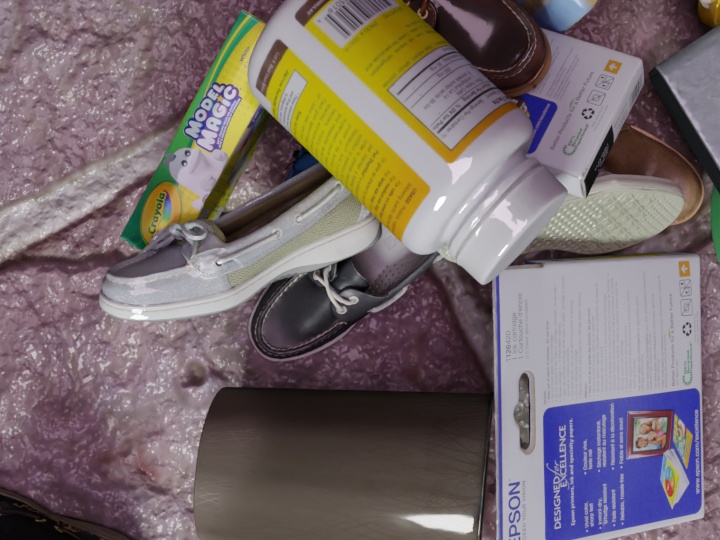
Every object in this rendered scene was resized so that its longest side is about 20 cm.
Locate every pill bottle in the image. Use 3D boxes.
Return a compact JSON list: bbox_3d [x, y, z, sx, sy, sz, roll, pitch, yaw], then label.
[{"bbox_3d":[0.031,-0.088,0.680,0.109,0.109,0.200,-45,79,1],"label":"pill bottle"}]

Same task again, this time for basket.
[{"bbox_3d":[-0.009,0.151,0.781,0.196,0.181,0.138,5,59,9],"label":"basket"}]

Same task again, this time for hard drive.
[{"bbox_3d":[0.327,-0.137,0.783,0.198,0.033,0.141,-32,87,0],"label":"hard drive"}]

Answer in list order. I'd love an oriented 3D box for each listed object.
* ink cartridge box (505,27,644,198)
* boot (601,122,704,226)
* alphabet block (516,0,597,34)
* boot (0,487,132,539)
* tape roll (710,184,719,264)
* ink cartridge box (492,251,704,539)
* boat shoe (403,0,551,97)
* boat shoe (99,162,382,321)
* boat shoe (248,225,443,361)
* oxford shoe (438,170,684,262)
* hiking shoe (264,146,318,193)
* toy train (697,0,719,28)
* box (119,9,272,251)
[{"bbox_3d":[0.085,-0.127,0.753,0.198,0.037,0.096,24,75,24],"label":"ink cartridge box"},{"bbox_3d":[0.169,-0.090,0.809,0.198,0.075,0.075,26,89,-3],"label":"boot"},{"bbox_3d":[0.115,-0.297,0.746,0.195,0.195,0.201,35,92,-3],"label":"alphabet block"},{"bbox_3d":[-0.260,0.213,0.774,0.197,0.151,0.074,17,91,-1],"label":"boot"},{"bbox_3d":[0.367,-0.044,0.825,0.196,0.048,0.204,0,92,0],"label":"tape roll"},{"bbox_3d":[0.164,0.090,0.787,0.197,0.047,0.202,-2,93,-28],"label":"ink cartridge box"},{"bbox_3d":[0.038,-0.184,0.733,0.199,0.070,0.071,36,92,28],"label":"boat shoe"},{"bbox_3d":[-0.077,-0.022,0.711,0.199,0.074,0.066,-20,112,-23],"label":"boat shoe"},{"bbox_3d":[0.000,0.000,0.816,0.198,0.060,0.075,-32,91,0],"label":"boat shoe"},{"bbox_3d":[0.139,-0.049,0.776,0.196,0.076,0.058,-5,49,-16],"label":"oxford shoe"},{"bbox_3d":[-0.019,-0.093,0.814,0.199,0.074,0.087,-41,86,-10],"label":"hiking shoe"},{"bbox_3d":[0.279,-0.251,0.794,0.198,0.056,0.152,13,114,-36],"label":"toy train"},{"bbox_3d":[-0.097,-0.101,0.785,0.048,0.117,0.202,30,90,-2],"label":"box"}]
